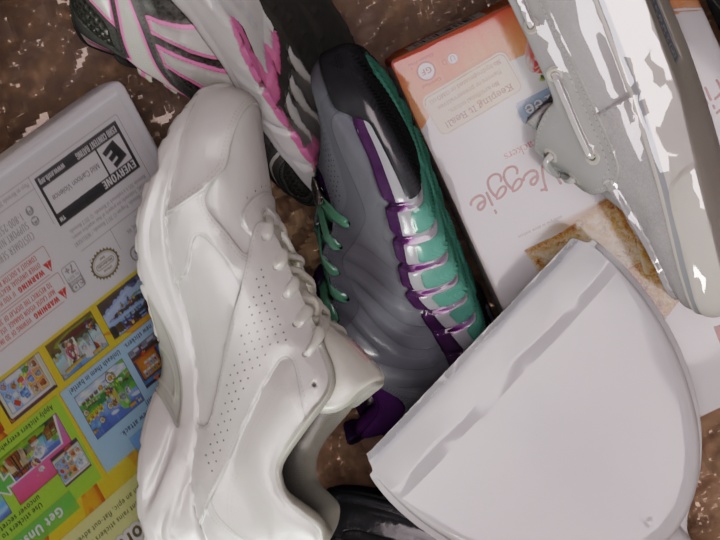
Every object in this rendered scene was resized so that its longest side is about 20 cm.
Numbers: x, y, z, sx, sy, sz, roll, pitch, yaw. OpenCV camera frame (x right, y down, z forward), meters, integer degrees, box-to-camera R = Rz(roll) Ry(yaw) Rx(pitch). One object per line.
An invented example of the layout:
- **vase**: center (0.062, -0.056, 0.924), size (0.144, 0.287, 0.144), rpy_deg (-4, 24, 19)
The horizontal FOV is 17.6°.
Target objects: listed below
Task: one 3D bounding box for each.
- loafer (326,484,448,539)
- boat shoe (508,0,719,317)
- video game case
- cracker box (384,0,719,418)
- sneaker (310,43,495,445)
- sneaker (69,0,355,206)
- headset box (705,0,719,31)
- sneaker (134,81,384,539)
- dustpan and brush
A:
- **loafer**: center (0.067, 0.156, 1.037), size (0.199, 0.068, 0.071), rpy_deg (26, 87, -9)
- **boat shoe**: center (0.101, -0.071, 0.960), size (0.068, 0.072, 0.201), rpy_deg (-18, 104, 20)
- **video game case**: center (-0.127, 0.047, 0.968), size (0.200, 0.023, 0.183), rpy_deg (-41, 110, -38)
- **cracker box**: center (0.112, -0.030, 1.024), size (0.133, 0.058, 0.201), rpy_deg (-26, 98, 1)
- **sneaker**: center (0.000, 0.000, 0.984), size (0.087, 0.075, 0.201), rpy_deg (-19, 126, 7)
- **sneaker**: center (-0.076, -0.111, 1.006), size (0.086, 0.080, 0.201), rpy_deg (-21, 112, 37)
- **headset box**: center (0.220, -0.097, 0.949), size (0.148, 0.200, 0.075), rpy_deg (37, 91, 19)
- **sneaker**: center (-0.037, 0.023, 0.956), size (0.098, 0.078, 0.202), rpy_deg (0, 94, 18)
- **dustpan and brush**: center (0.114, 0.100, 0.994), size (0.200, 0.057, 0.140), rpy_deg (44, 89, -5)
